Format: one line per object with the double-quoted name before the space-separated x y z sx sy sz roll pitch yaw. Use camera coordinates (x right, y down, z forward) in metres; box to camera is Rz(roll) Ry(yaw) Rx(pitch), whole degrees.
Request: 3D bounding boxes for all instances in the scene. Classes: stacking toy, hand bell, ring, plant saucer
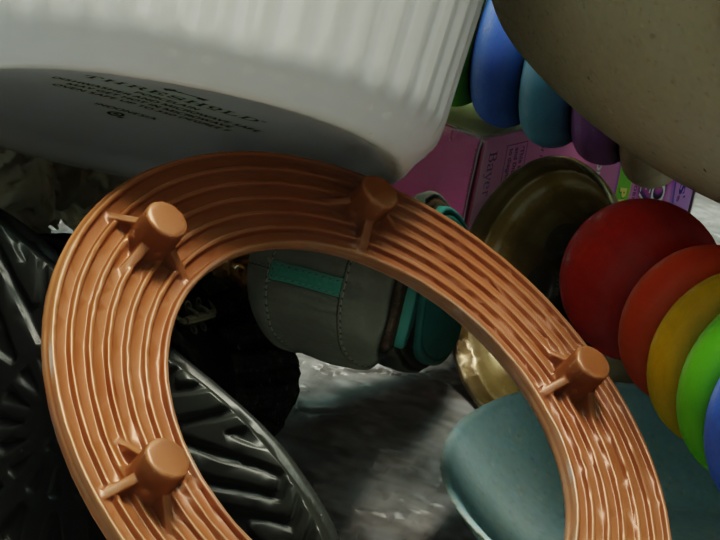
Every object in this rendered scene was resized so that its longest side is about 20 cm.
"stacking toy" 0.039 -0.098 0.864 0.200 0.085 0.085 17 21 16
"stacking toy" 0.122 0.034 0.672 0.085 0.085 0.200 -1 24 -28
"hand bell" 0.145 0.026 0.883 0.200 0.104 0.104 14 16 -33
"ring" 0.007 0.041 0.605 0.200 0.019 0.201 22 42 -22
"plant saucer" 0.121 0.095 0.714 0.201 0.039 0.201 10 19 -3

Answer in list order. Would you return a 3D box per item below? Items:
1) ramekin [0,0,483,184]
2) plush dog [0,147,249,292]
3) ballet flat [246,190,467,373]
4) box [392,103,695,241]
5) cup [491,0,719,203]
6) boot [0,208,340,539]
"ramekin" -0.056 -0.086 0.680 0.202 0.094 0.202 8 -8 1
"plush dog" -0.089 -0.067 0.862 0.160 0.172 0.200 -33 39 5
"ballet flat" 0.000 0.000 0.770 0.064 0.067 0.200 11 0 8
"box" 0.032 -0.056 0.994 0.176 0.097 0.200 24 25 32
"cup" 0.125 -0.111 0.720 0.200 0.200 0.143 -9 12 -42
"boot" -0.057 0.055 0.679 0.211 0.079 0.158 48 8 21
